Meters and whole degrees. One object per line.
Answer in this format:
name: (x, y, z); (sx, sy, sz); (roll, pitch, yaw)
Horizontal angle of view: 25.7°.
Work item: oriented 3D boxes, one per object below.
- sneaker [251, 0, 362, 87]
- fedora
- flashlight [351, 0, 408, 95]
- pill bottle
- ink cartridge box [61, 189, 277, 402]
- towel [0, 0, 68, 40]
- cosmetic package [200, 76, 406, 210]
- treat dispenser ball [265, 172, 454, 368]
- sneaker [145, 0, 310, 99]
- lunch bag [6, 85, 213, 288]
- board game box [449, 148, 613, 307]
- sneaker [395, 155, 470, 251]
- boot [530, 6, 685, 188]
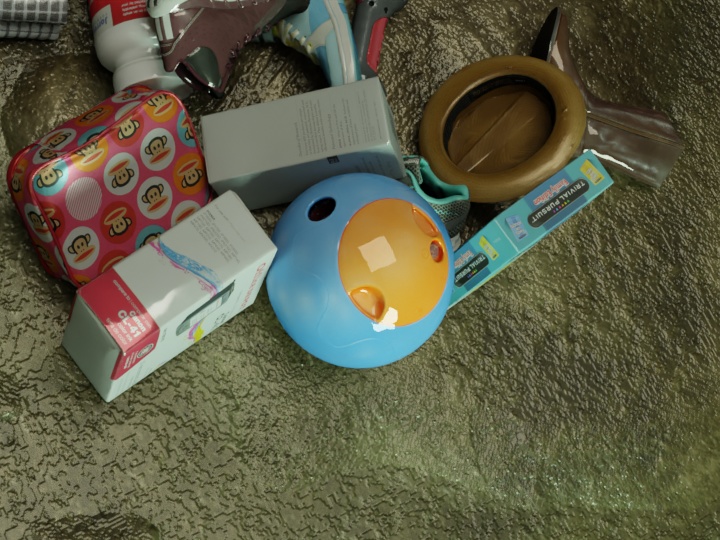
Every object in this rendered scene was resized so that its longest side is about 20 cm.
sneaker: (-0.074, -0.262, 1.759); (0.129, 0.080, 0.202); (-16, 63, 1)
fedora: (0.165, -0.150, 1.808); (0.198, 0.082, 0.203); (-6, 61, 11)
flashlight: (0.018, -0.269, 1.824); (0.067, 0.068, 0.202); (0, 69, 26)
pill bottle: (-0.237, -0.283, 1.701); (0.111, 0.112, 0.202); (-5, 73, -22)
ink cartridge box: (-0.193, 0.026, 1.586); (0.199, 0.148, 0.086); (-34, 78, -26)
towel: (-0.400, -0.350, 1.678); (0.164, 0.086, 0.203); (-2, 73, -22)
cosmetic package: (-0.061, -0.131, 1.671); (0.197, 0.113, 0.082); (-14, 72, 7)
treat dispenser ball: (0.000, 0.000, 1.642); (0.198, 0.201, 0.203); (7, 69, -18)
sneaker: (-0.136, -0.242, 1.667); (0.198, 0.075, 0.117); (-10, 97, -36)
lunch bag: (-0.248, -0.077, 1.619); (0.199, 0.082, 0.178); (-35, 121, -27)
board game box: (0.170, -0.041, 1.723); (0.150, 0.200, 0.047); (-35, 86, -27)
sneaker: (0.037, -0.100, 1.742); (0.198, 0.092, 0.078); (28, 40, -3)
boot: (0.301, -0.208, 1.907); (0.198, 0.064, 0.189); (12, 81, -13)
